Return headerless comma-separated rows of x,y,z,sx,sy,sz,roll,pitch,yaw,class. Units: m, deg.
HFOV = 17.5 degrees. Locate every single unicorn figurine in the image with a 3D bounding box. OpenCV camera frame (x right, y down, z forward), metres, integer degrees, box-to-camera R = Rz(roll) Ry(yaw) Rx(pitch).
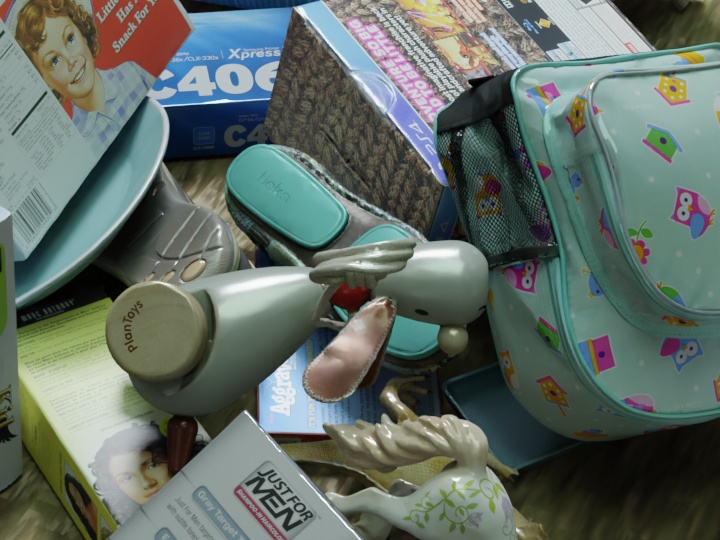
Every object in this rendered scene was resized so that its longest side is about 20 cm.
0.057,0.159,1.113,0.136,0.201,0.074,-16,23,23,unicorn figurine

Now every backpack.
0.149,-0.013,1.224,0.175,0.202,0.153,-8,0,-33,backpack

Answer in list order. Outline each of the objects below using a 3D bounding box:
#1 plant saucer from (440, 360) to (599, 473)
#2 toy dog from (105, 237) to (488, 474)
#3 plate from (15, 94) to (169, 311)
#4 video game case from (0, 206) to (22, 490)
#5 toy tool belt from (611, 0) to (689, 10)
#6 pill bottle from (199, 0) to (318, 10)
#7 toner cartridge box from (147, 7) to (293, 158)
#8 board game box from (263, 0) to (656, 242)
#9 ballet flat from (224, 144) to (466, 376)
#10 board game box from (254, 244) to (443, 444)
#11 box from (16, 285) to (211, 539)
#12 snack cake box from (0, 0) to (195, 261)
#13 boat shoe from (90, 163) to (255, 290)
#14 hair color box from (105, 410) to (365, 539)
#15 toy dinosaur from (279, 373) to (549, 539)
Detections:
0.144,0.060,1.301,0.199,0.019,0.070,-20,52,-24,plant saucer
-0.036,0.045,1.167,0.198,0.097,0.132,-9,-2,23,toy dog
-0.187,-0.026,1.312,0.199,0.026,0.201,-24,31,15,plate
-0.257,0.002,1.208,0.199,0.182,0.045,33,48,27,video game case
0.151,-0.205,1.512,0.124,0.124,0.199,0,22,46,toy tool belt
-0.058,-0.224,1.527,0.198,0.111,0.111,10,42,6,pill bottle
-0.114,-0.115,1.453,0.198,0.043,0.095,-5,42,-10,toner cartridge box
0.072,-0.090,1.375,0.199,0.097,0.160,-17,53,-31,board game box
0.000,0.000,1.289,0.074,0.075,0.200,-21,47,-26,ballet flat
-0.009,0.027,1.325,0.102,0.020,0.201,3,42,-5,board game box
-0.123,0.095,1.217,0.075,0.050,0.200,-20,47,-26,box
-0.186,-0.112,1.295,0.067,0.115,0.201,-5,40,40,snack cake box
-0.112,-0.008,1.317,0.074,0.073,0.200,-40,32,-4,boat shoe
-0.088,0.172,1.063,0.200,0.061,0.099,-43,55,-4,hair color box
0.017,0.097,1.193,0.199,0.059,0.101,18,22,-11,toy dinosaur
